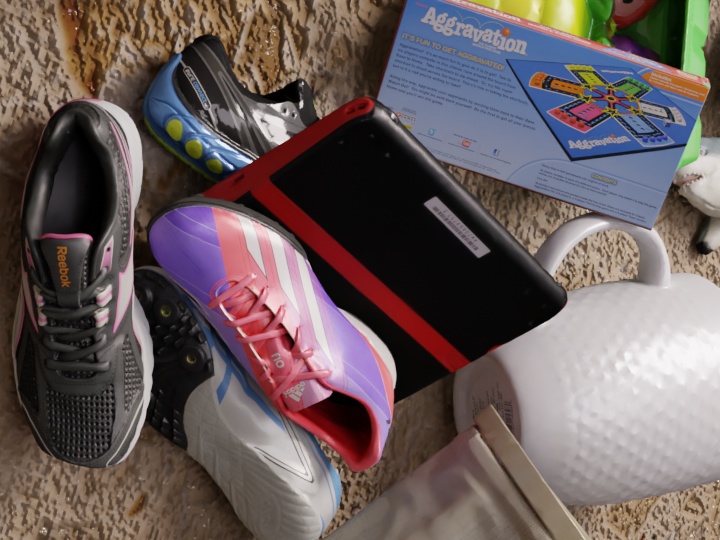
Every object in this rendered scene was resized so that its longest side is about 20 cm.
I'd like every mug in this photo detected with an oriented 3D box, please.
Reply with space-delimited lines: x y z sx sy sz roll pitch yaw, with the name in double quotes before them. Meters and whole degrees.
"mug" 0.158 0.059 1.028 0.173 0.147 0.203 -7 107 -27

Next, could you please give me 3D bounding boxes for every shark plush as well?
"shark plush" 0.319 -0.097 1.203 0.199 0.091 0.084 -31 80 -27

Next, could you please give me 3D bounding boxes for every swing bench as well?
"swing bench" 0.066 0.229 0.928 0.198 0.130 0.200 -37 123 2

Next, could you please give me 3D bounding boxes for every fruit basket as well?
"fruit basket" 0.143 -0.162 1.022 0.215 0.154 0.219 -8 100 -55

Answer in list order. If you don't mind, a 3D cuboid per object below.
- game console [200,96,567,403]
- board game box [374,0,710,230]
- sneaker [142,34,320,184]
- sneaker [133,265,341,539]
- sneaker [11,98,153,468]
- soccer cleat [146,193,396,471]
"game console" 0.000 0.000 0.901 0.200 0.176 0.031 41 30 -33
"board game box" 0.110 -0.103 0.970 0.197 0.020 0.104 18 116 -2
"sneaker" -0.039 -0.069 0.921 0.199 0.070 0.083 37 77 -30
"sneaker" -0.080 0.078 0.909 0.201 0.071 0.073 56 27 -18
"sneaker" -0.155 0.005 0.812 0.079 0.086 0.203 -4 88 -2
"soccer cleat" -0.045 0.036 0.862 0.200 0.068 0.074 46 28 -35
